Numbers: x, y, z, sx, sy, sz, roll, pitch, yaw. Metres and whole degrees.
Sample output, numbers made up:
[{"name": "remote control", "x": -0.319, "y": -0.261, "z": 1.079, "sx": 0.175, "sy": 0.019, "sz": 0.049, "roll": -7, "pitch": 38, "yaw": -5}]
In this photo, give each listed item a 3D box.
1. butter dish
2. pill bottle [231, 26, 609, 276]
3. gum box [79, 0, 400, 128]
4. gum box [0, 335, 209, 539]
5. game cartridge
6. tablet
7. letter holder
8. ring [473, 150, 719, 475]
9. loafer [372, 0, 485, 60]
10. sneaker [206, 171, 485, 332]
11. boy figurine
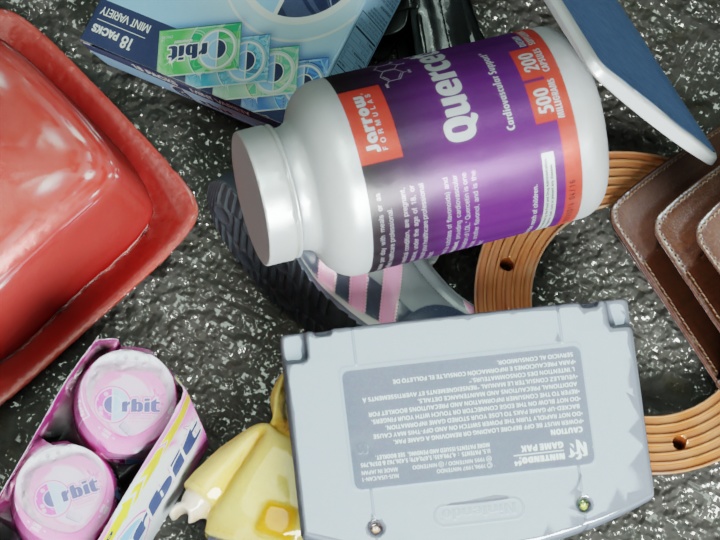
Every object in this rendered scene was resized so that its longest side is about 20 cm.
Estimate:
[{"name": "butter dish", "x": -0.225, "y": -0.054, "z": 1.468, "sx": 0.200, "sy": 0.148, "sz": 0.199, "roll": -42, "pitch": 76, "yaw": -12}, {"name": "pill bottle", "x": 0.033, "y": -0.064, "z": 1.423, "sx": 0.198, "sy": 0.113, "sz": 0.113, "roll": -14, "pitch": 71, "yaw": -12}, {"name": "gum box", "x": -0.052, "y": -0.192, "z": 1.524, "sx": 0.169, "sy": 0.045, "sz": 0.201, "roll": 23, "pitch": 82, "yaw": 27}, {"name": "gum box", "x": -0.161, "y": 0.142, "z": 1.418, "sx": 0.066, "sy": 0.114, "sz": 0.201, "roll": 27, "pitch": 74, "yaw": 11}, {"name": "game cartridge", "x": 0.060, "y": 0.092, "z": 1.410, "sx": 0.198, "sy": 0.041, "sz": 0.134, "roll": -6, "pitch": 76, "yaw": -4}, {"name": "tablet", "x": 0.133, "y": -0.150, "z": 1.471, "sx": 0.014, "sy": 0.130, "sz": 0.201, "roll": -41, "pitch": 46, "yaw": 18}, {"name": "letter holder", "x": 0.262, "y": -0.047, "z": 1.456, "sx": 0.199, "sy": 0.101, "sz": 0.143, "roll": -29, "pitch": 75, "yaw": -16}, {"name": "ring", "x": 0.161, "y": 0.025, "z": 1.478, "sx": 0.199, "sy": 0.019, "sz": 0.202, "roll": 4, "pitch": 68, "yaw": -10}, {"name": "loafer", "x": 0.033, "y": -0.153, "z": 1.533, "sx": 0.070, "sy": 0.068, "sz": 0.202, "roll": -15, "pitch": 75, "yaw": -13}, {"name": "sneaker", "x": 0.000, "y": 0.000, "z": 1.493, "sx": 0.200, "sy": 0.070, "sz": 0.082, "roll": 41, "pitch": 62, "yaw": 9}, {"name": "boy figurine", "x": -0.042, "y": 0.138, "z": 1.443, "sx": 0.124, "sy": 0.064, "sz": 0.201, "roll": 23, "pitch": 77, "yaw": 11}]
